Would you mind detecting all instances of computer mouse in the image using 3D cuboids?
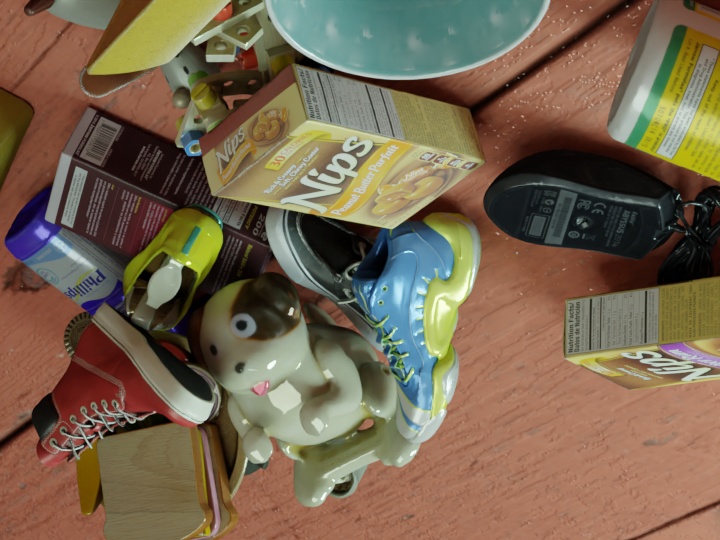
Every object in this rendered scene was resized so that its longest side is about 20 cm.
[{"bbox_3d":[0.196,-0.051,1.650,0.198,0.053,0.139,13,144,-5],"label":"computer mouse"}]

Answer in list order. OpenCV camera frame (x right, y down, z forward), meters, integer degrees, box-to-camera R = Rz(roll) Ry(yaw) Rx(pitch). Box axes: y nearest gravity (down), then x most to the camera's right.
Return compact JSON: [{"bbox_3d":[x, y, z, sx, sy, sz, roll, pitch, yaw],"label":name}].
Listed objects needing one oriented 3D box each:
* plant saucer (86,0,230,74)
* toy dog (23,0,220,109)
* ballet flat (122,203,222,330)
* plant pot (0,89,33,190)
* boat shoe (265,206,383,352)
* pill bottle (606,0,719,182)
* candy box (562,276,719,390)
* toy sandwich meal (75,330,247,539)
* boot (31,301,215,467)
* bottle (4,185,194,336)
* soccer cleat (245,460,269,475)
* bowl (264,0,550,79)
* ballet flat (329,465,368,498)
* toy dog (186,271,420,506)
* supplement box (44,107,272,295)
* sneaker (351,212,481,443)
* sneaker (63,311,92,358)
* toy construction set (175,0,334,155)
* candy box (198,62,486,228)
[{"bbox_3d":[-0.098,-0.237,1.446,0.048,0.201,0.200,34,141,-16],"label":"plant saucer"},{"bbox_3d":[-0.196,-0.193,1.632,0.199,0.097,0.132,29,142,-8],"label":"toy dog"},{"bbox_3d":[-0.173,0.013,1.791,0.066,0.067,0.200,27,146,-7],"label":"ballet flat"},{"bbox_3d":[-0.434,-0.074,1.826,0.199,0.177,0.200,28,143,-7],"label":"plant pot"},{"bbox_3d":[-0.001,0.002,1.784,0.068,0.074,0.200,-11,132,41],"label":"boat shoe"},{"bbox_3d":[0.286,-0.112,1.477,0.199,0.113,0.113,21,142,1],"label":"pill bottle"},{"bbox_3d":[0.279,0.050,1.686,0.199,0.057,0.116,-8,159,36],"label":"candy box"},{"bbox_3d":[-0.190,0.156,1.855,0.204,0.070,0.207,2,94,23],"label":"toy sandwich meal"},{"bbox_3d":[-0.209,0.125,1.765,0.072,0.145,0.200,37,177,-34],"label":"boot"},{"bbox_3d":[-0.231,0.006,1.911,0.200,0.066,0.083,40,138,-21],"label":"bottle"},{"bbox_3d":[-0.130,0.114,1.988,0.064,0.084,0.201,-19,133,-15],"label":"soccer cleat"},{"bbox_3d":[0.032,-0.233,1.439,0.199,0.106,0.201,0,151,0],"label":"bowl"},{"bbox_3d":[-0.047,0.145,1.985,0.067,0.064,0.201,-3,135,31],"label":"ballet flat"},{"bbox_3d":[-0.055,0.082,1.798,0.139,0.195,0.200,-19,141,31],"label":"toy dog"},{"bbox_3d":[-0.169,-0.053,1.813,0.199,0.061,0.109,25,144,-2],"label":"supplement box"},{"bbox_3d":[0.033,0.044,1.744,0.104,0.202,0.076,8,-170,-19],"label":"sneaker"},{"bbox_3d":[-0.190,0.122,1.964,0.200,0.071,0.112,45,-177,24],"label":"sneaker"},{"bbox_3d":[-0.087,-0.164,1.589,0.130,0.093,0.200,-17,155,-9],"label":"toy construction set"},{"bbox_3d":[-0.012,-0.093,1.602,0.199,0.056,0.115,8,146,-45],"label":"candy box"}]
